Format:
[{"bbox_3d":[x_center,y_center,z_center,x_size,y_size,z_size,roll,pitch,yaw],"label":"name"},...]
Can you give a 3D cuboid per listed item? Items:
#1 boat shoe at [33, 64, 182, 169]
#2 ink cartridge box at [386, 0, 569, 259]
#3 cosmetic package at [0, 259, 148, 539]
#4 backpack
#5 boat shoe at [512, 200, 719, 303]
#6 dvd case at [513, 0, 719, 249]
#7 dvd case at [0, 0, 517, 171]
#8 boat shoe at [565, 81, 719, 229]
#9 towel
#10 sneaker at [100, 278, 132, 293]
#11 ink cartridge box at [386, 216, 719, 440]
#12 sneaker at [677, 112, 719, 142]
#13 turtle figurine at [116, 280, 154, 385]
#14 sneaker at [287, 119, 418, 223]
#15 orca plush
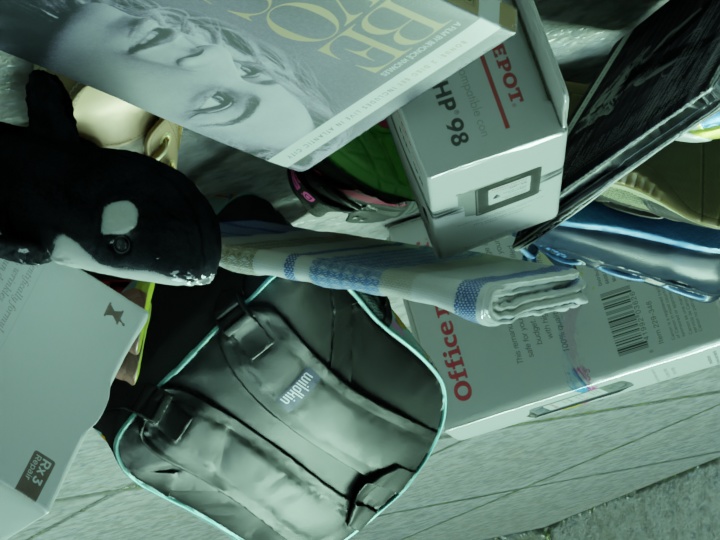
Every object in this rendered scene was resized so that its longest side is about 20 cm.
[{"bbox_3d":[-0.112,-0.061,1.056,0.074,0.069,0.200,-13,167,-12],"label":"boat shoe"},{"bbox_3d":[0.043,-0.089,1.022,0.067,0.116,0.200,-19,167,-1],"label":"ink cartridge box"},{"bbox_3d":[-0.188,0.072,1.037,0.081,0.113,0.200,33,145,-15],"label":"cosmetic package"},{"bbox_3d":[-0.054,0.066,1.328,0.176,0.153,0.200,-48,124,3],"label":"backpack"},{"bbox_3d":[0.131,-0.020,1.338,0.200,0.084,0.069,20,134,3],"label":"boat shoe"},{"bbox_3d":[0.152,-0.099,1.118,0.149,0.016,0.200,-57,-169,-30],"label":"dvd case"},{"bbox_3d":[-0.060,-0.103,0.901,0.200,0.016,0.149,20,148,-32],"label":"dvd case"},{"bbox_3d":[0.165,-0.067,1.294,0.200,0.072,0.066,11,179,-3],"label":"boat shoe"},{"bbox_3d":[0.000,0.000,1.125,0.199,0.024,0.147,9,-174,23],"label":"towel"},{"bbox_3d":[-0.114,0.026,1.416,0.200,0.079,0.115,-23,167,25],"label":"sneaker"},{"bbox_3d":[0.135,0.015,1.519,0.199,0.148,0.086,-17,166,10],"label":"ink cartridge box"},{"bbox_3d":[0.231,-0.136,1.205,0.199,0.076,0.105,-19,149,10],"label":"sneaker"},{"bbox_3d":[-0.184,0.010,1.110,0.161,0.065,0.200,12,144,-3],"label":"turtle figurine"},{"bbox_3d":[-0.003,-0.056,1.202,0.084,0.077,0.200,-23,165,14],"label":"sneaker"},{"bbox_3d":[-0.129,-0.052,0.964,0.105,0.071,0.200,-2,-164,-31],"label":"orca plush"}]
